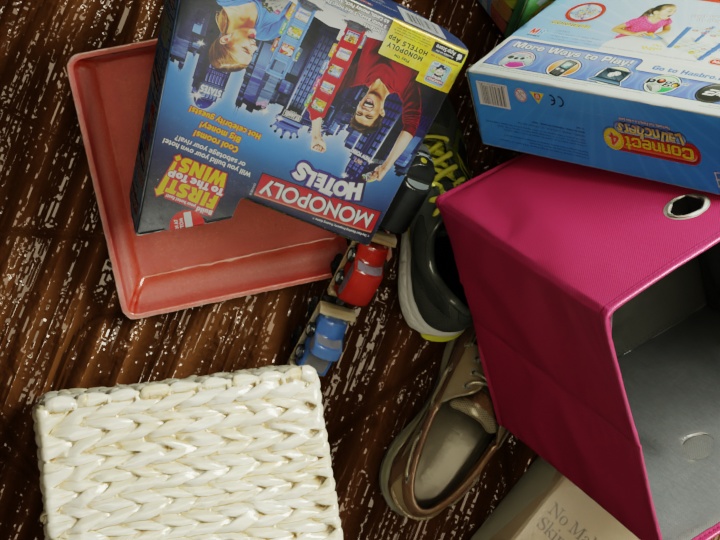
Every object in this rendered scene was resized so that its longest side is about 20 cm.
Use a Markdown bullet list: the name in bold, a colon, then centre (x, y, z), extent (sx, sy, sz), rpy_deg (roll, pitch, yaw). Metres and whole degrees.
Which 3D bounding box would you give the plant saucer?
- **plant saucer**: centre (-0.087, -0.079, 1.102), extent (0.197, 0.037, 0.202), rpy_deg (-12, 118, -6)

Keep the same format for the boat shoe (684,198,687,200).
- **boat shoe**: centre (0.294, -0.061, 1.171), extent (0.198, 0.056, 0.070), rpy_deg (10, 96, -28)

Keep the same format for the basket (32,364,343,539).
- **basket**: centre (-0.117, 0.152, 1.063), extent (0.195, 0.200, 0.163), rpy_deg (-6, 87, -10)

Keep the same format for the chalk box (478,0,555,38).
- **chalk box**: centre (0.120, -0.255, 1.116), extent (0.199, 0.125, 0.124), rpy_deg (-37, 84, -7)

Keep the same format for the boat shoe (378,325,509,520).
- **boat shoe**: centre (0.087, 0.095, 1.158), extent (0.075, 0.072, 0.202), rpy_deg (29, 87, -10)

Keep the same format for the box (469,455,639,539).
- **box**: centre (0.147, 0.201, 1.170), extent (0.095, 0.078, 0.201), rpy_deg (40, 85, -8)

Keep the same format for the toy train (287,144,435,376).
- **toy train**: centre (0.000, 0.000, 1.112), extent (0.034, 0.046, 0.201), rpy_deg (15, 120, -24)

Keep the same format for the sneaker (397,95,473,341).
- **sneaker**: centre (0.060, -0.052, 1.133), extent (0.074, 0.084, 0.203), rpy_deg (-11, 89, -20)

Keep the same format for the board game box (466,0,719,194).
- **board game box**: centre (0.205, -0.136, 1.013), extent (0.195, 0.199, 0.056), rpy_deg (-39, 129, -33)

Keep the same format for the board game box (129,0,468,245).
- **board game box**: centre (-0.064, -0.103, 1.039), extent (0.198, 0.062, 0.201), rpy_deg (21, 112, -22)

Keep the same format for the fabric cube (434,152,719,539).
- **fabric cube**: centre (0.196, 0.022, 1.025), extent (0.195, 0.199, 0.202), rpy_deg (-28, 122, -15)
